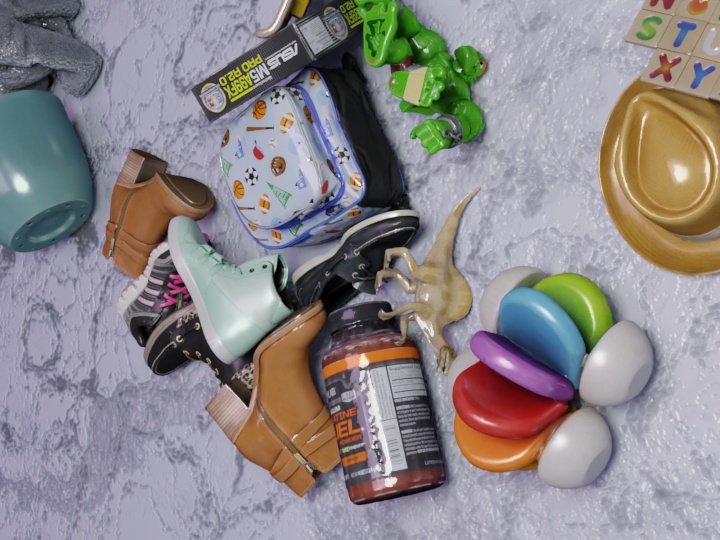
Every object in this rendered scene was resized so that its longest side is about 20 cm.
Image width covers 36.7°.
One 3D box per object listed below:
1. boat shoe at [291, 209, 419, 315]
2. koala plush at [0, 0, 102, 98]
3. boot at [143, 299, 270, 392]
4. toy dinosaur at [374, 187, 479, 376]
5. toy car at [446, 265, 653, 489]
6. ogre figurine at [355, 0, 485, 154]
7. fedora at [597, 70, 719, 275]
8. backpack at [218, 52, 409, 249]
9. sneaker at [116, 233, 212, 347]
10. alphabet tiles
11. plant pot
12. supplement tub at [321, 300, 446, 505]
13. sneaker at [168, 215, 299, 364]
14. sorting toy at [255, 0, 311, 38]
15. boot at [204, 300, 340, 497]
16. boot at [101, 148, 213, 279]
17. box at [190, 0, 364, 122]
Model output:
[{"bbox_3d":[-0.002,0.000,1.183,0.199,0.074,0.067,-30,63,38],"label":"boat shoe"},{"bbox_3d":[-0.508,-0.301,1.584,0.200,0.183,0.178,-44,60,42],"label":"koala plush"},{"bbox_3d":[-0.175,0.111,1.327,0.200,0.073,0.151,-38,64,22],"label":"boot"},{"bbox_3d":[0.069,0.010,1.124,0.058,0.100,0.202,131,147,-73],"label":"toy dinosaur"},{"bbox_3d":[0.153,0.096,1.000,0.175,0.149,0.201,34,109,36],"label":"toy car"},{"bbox_3d":[0.066,-0.201,1.113,0.200,0.120,0.098,47,111,30],"label":"ogre figurine"},{"bbox_3d":[0.279,-0.097,0.949,0.199,0.081,0.203,-4,84,39],"label":"fedora"},{"bbox_3d":[-0.067,-0.112,1.207,0.190,0.153,0.201,-34,68,43],"label":"backpack"},{"bbox_3d":[-0.242,0.031,1.388,0.200,0.073,0.088,-44,61,35],"label":"sneaker"},{"bbox_3d":[0.326,-0.236,0.924,0.166,0.006,0.201,25,82,39],"label":"alphabet tiles"},{"bbox_3d":[-0.468,-0.125,1.515,0.200,0.200,0.162,-41,75,30],"label":"plant pot"},{"bbox_3d":[0.019,0.137,1.139,0.106,0.107,0.202,-24,72,36],"label":"supplement tub"},{"bbox_3d":[-0.143,-0.003,1.255,0.118,0.074,0.201,-33,61,9],"label":"sneaker"},{"bbox_3d":[-0.051,-0.340,1.199,0.036,0.185,0.201,28,99,-8],"label":"sorting toy"},{"bbox_3d":[-0.063,0.145,1.205,0.155,0.077,0.200,43,104,3],"label":"boot"},{"bbox_3d":[-0.268,-0.057,1.418,0.200,0.073,0.156,34,108,49],"label":"boot"},{"bbox_3d":[-0.070,-0.243,1.183,0.160,0.200,0.044,-24,103,36],"label":"box"}]
